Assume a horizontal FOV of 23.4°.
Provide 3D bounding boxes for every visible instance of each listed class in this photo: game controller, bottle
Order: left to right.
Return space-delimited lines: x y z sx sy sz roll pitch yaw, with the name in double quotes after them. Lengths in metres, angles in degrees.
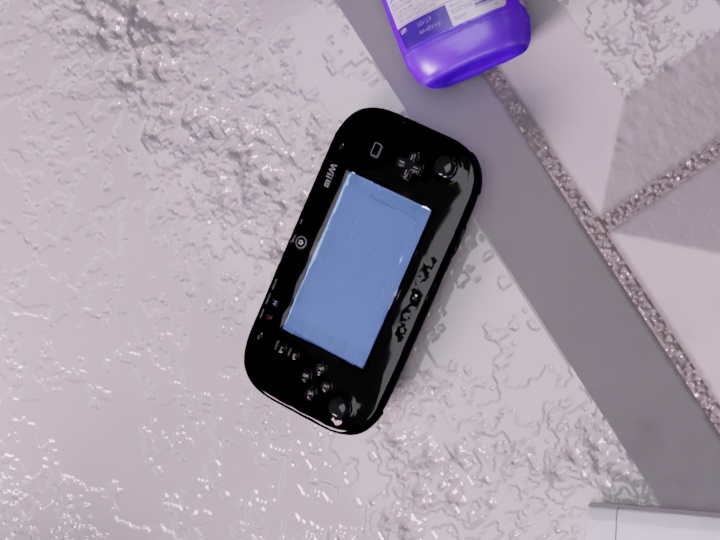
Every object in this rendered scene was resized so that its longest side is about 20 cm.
0.000 0.000 1.107 0.104 0.042 0.201 25 95 12 "game controller"
0.038 -0.218 1.084 0.083 0.065 0.201 -23 85 15 "bottle"

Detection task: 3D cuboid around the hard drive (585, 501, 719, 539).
0.234 0.216 1.058 0.198 0.027 0.133 3 91 13 "hard drive"
